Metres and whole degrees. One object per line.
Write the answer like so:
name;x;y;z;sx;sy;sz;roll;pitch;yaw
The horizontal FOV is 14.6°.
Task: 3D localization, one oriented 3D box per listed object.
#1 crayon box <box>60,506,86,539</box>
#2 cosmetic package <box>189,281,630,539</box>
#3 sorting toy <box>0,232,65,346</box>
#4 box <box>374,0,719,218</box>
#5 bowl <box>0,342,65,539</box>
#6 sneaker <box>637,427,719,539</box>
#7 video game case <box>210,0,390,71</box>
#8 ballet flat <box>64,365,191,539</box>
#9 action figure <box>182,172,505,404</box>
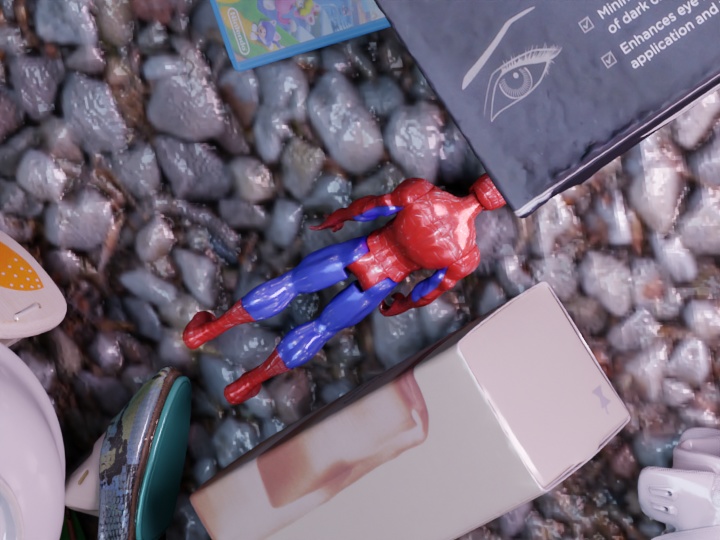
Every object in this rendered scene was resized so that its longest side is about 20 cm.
crayon box;-0.258;0.169;1.636;0.200;0.058;0.119;-13;109;25
cosmetic package;0.023;0.095;1.430;0.200;0.103;0.087;-31;90;35
sorting toy;-0.300;0.035;1.550;0.200;0.180;0.107;-30;82;39
box;0.108;-0.165;1.256;0.197;0.117;0.200;-34;88;28
bowl;-0.233;0.129;1.459;0.090;0.201;0.201;32;128;58
sneaker;0.150;0.145;1.385;0.200;0.075;0.115;-19;96;31
video game case;-0.005;-0.189;1.394;0.200;0.018;0.143;-13;99;35
ballet flat;-0.137;0.148;1.553;0.074;0.074;0.200;11;98;30
action figure;0.000;0.000;1.443;0.200;0.052;0.065;-30;95;32
